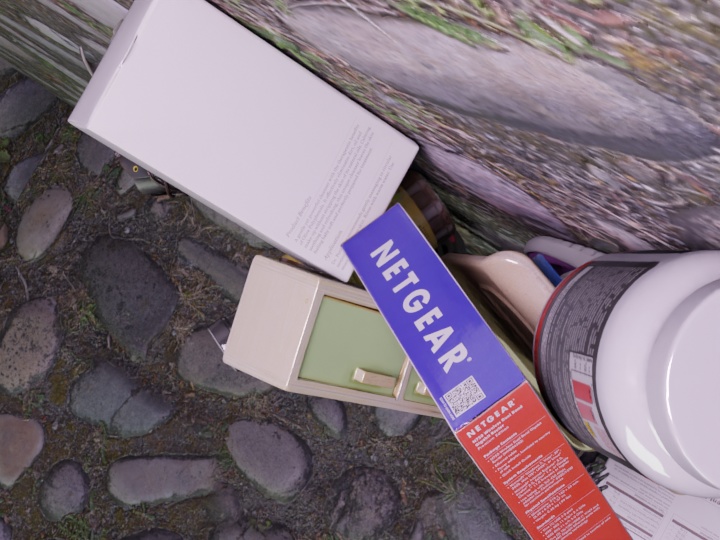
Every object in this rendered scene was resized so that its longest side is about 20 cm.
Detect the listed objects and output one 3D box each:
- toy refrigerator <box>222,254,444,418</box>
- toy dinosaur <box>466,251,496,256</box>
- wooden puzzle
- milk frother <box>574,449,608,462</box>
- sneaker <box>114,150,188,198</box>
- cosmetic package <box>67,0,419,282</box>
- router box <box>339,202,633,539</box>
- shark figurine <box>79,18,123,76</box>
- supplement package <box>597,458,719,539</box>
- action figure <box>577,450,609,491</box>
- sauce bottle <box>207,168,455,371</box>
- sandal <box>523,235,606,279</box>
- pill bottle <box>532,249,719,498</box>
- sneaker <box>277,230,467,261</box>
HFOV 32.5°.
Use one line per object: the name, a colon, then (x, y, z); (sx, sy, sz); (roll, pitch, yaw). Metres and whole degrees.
toy refrigerator: (0.003, 0.051, 0.866); (0.069, 0.077, 0.199); (18, 180, 38)
toy dinosaur: (0.130, 0.008, 1.108); (0.199, 0.048, 0.088); (35, -177, -18)
wooden puzzle: (0.135, 0.053, 0.812); (0.186, 0.046, 0.200); (49, 173, -4)
milk frother: (0.230, 0.170, 1.391); (0.187, 0.202, 0.180); (32, -179, -39)
sneaker: (-0.139, -0.083, 1.085); (0.200, 0.106, 0.075); (50, -179, 42)
cosmetic package: (-0.075, -0.089, 0.799); (0.199, 0.109, 0.085); (32, 176, -22)
router box: (0.078, 0.077, 0.759); (0.180, 0.049, 0.201); (54, -177, -36)
shark figurine: (-0.128, -0.134, 0.997); (0.213, 0.089, 0.129); (18, 137, 40)
supplement package: (0.319, 0.217, 1.201); (0.149, 0.202, 0.152); (29, 178, 22)
action figure: (0.206, 0.094, 1.033); (0.101, 0.201, 0.120); (-18, 116, 36)
sauce bottle: (-0.023, 0.002, 0.926); (0.065, 0.199, 0.065); (53, 171, 12)
sandal: (0.160, 0.019, 0.837); (0.082, 0.050, 0.202); (32, 178, -19)
pill bottle: (0.161, 0.048, 0.612); (0.115, 0.117, 0.200); (30, 178, -5)
sneaker: (0.000, 0.000, 1.039); (0.198, 0.080, 0.095); (-8, 176, -33)
